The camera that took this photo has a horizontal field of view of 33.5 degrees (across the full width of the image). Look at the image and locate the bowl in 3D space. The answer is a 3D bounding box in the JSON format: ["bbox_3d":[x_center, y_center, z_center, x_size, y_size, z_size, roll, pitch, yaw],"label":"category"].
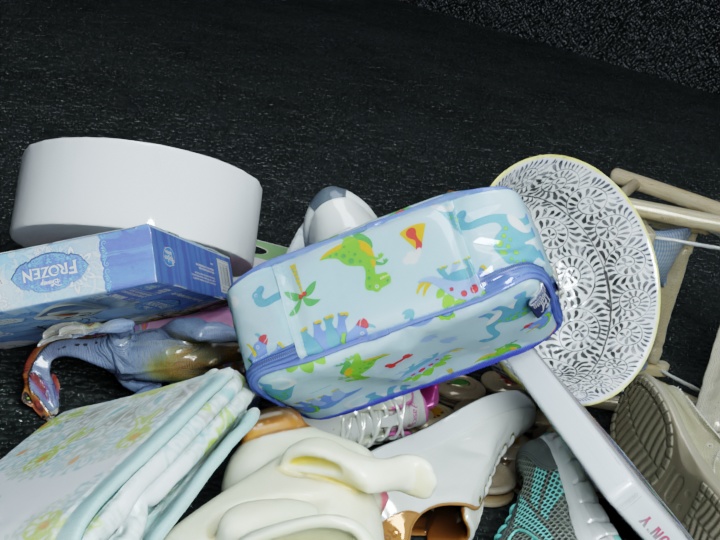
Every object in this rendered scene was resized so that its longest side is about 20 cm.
[{"bbox_3d":[0.140,0.014,0.975,0.200,0.201,0.094,-4,-8,-33],"label":"bowl"}]

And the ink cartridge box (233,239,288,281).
[{"bbox_3d":[-0.145,0.014,1.141,0.145,0.048,0.200,14,19,11],"label":"ink cartridge box"}]

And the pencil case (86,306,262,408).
[{"bbox_3d":[-0.161,0.051,0.993,0.200,0.088,0.087,15,21,12],"label":"pencil case"}]

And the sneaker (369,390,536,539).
[{"bbox_3d":[0.068,0.150,0.856,0.200,0.073,0.085,-20,68,-41],"label":"sneaker"}]

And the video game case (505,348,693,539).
[{"bbox_3d":[0.173,0.137,0.819,0.182,0.023,0.200,47,6,-32],"label":"video game case"}]

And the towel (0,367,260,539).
[{"bbox_3d":[-0.167,0.132,0.698,0.171,0.048,0.200,-18,15,31],"label":"towel"}]

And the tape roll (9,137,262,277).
[{"bbox_3d":[-0.184,-0.047,0.988,0.202,0.071,0.202,6,-10,1],"label":"tape roll"}]

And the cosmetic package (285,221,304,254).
[{"bbox_3d":[0.002,0.015,1.064,0.151,0.052,0.200,27,3,-3],"label":"cosmetic package"}]

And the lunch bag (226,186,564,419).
[{"bbox_3d":[0.028,0.027,0.767,0.200,0.083,0.161,-20,-20,6],"label":"lunch bag"}]

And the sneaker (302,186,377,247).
[{"bbox_3d":[0.000,0.000,0.877,0.073,0.200,0.071,-15,68,-5],"label":"sneaker"}]

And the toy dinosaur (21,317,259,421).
[{"bbox_3d":[-0.157,0.077,0.906,0.181,0.105,0.200,9,12,28],"label":"toy dinosaur"}]

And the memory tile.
[{"bbox_3d":[0.112,0.132,0.991,0.153,0.017,0.200,1,23,-22],"label":"memory tile"}]

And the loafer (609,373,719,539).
[{"bbox_3d":[0.255,0.158,0.917,0.068,0.076,0.200,17,29,-25],"label":"loafer"}]

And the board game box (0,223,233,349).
[{"bbox_3d":[-0.211,0.017,0.860,0.199,0.043,0.200,-10,-7,8],"label":"board game box"}]

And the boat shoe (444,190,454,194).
[{"bbox_3d":[0.128,-0.024,1.178,0.072,0.068,0.200,19,11,-40],"label":"boat shoe"}]

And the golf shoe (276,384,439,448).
[{"bbox_3d":[0.000,0.105,0.917,0.091,0.075,0.200,9,20,20],"label":"golf shoe"}]

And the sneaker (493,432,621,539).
[{"bbox_3d":[0.117,0.176,0.786,0.091,0.078,0.200,-18,21,1],"label":"sneaker"}]

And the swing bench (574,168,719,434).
[{"bbox_3d":[0.287,0.035,1.069,0.200,0.199,0.130,17,22,20],"label":"swing bench"}]

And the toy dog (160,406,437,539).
[{"bbox_3d":[-0.043,0.166,0.702,0.194,0.140,0.200,-15,16,14],"label":"toy dog"}]
